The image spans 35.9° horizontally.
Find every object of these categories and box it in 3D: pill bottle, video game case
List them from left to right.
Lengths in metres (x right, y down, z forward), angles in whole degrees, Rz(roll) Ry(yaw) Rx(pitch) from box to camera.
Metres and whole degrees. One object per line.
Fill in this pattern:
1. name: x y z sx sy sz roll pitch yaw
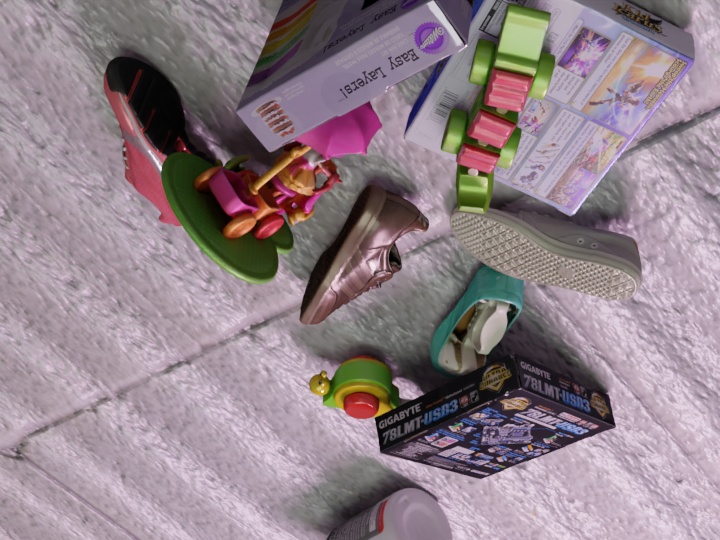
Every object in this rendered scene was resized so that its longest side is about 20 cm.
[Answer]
1. pill bottle: 0.019 0.379 1.485 0.114 0.114 0.200 35 131 -21
2. video game case: 0.161 -0.161 0.981 0.180 0.046 0.200 24 134 -9

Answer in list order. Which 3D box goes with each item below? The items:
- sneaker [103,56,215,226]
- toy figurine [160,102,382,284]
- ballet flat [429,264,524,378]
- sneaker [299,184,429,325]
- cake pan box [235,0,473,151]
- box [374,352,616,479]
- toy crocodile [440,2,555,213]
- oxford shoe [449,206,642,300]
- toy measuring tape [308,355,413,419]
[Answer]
1. sneaker: -0.207 -0.113 1.086 0.086 0.074 0.201 -9 130 25
2. toy figurine: -0.055 -0.100 1.034 0.184 0.200 0.151 -38 75 19
3. ballet flat: 0.120 0.071 1.196 0.067 0.071 0.201 15 135 -7
4. sneaker: 0.000 0.000 1.153 0.075 0.071 0.200 23 134 -12
5. cake pan box: 0.007 -0.199 0.879 0.199 0.185 0.052 -23 125 31
6. box: 0.153 0.171 1.256 0.198 0.050 0.199 -31 144 32
7. toy crocodile: 0.115 -0.135 0.941 0.067 0.062 0.201 16 134 -3
8. oxford shoe: 0.185 -0.027 1.103 0.199 0.058 0.075 17 143 16
9. toy measuring tape: 0.040 0.139 1.285 0.198 0.074 0.074 8 135 -6
